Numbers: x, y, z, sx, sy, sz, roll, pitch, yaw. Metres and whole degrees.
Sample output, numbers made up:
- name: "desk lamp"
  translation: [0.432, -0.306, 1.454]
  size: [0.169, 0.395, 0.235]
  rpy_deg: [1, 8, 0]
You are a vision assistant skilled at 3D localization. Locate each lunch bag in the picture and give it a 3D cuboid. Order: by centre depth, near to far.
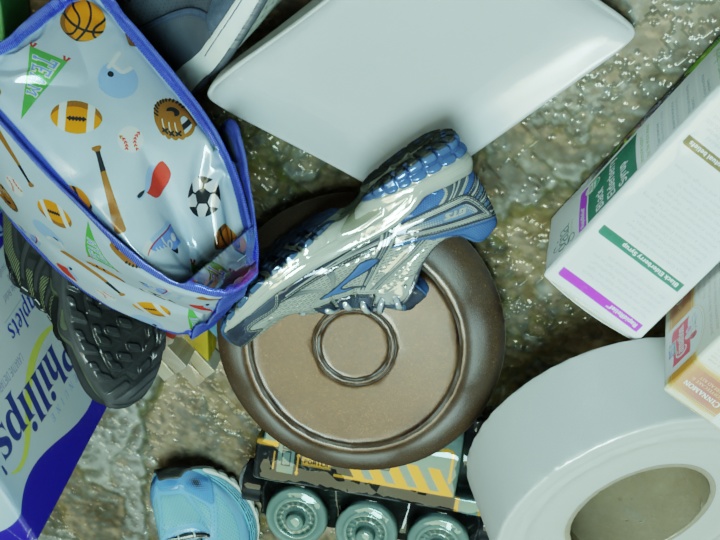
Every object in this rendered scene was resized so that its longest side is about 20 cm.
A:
- name: "lunch bag"
  translation: [-0.144, -0.052, 0.927]
  size: [0.200, 0.124, 0.170]
  rpy_deg: [50, 162, 0]

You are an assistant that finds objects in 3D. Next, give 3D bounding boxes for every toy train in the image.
- name: "toy train"
  translation: [0.012, 0.146, 1.108]
  size: [0.200, 0.085, 0.114]
  rpy_deg: [10, 110, 6]

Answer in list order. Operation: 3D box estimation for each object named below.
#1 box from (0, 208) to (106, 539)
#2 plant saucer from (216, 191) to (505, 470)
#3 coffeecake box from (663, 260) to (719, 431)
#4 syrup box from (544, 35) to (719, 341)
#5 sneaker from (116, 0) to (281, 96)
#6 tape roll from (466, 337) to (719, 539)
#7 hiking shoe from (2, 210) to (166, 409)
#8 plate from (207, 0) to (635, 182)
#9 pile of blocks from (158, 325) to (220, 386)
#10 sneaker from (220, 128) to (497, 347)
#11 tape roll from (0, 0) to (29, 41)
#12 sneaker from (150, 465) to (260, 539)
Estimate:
- name: "box"
  translation: [-0.285, 0.072, 1.066]
  size: [0.105, 0.184, 0.200]
  rpy_deg: [-17, 114, 18]
- name: "plant saucer"
  translation: [-0.002, 0.047, 1.032]
  size: [0.200, 0.032, 0.200]
  rpy_deg: [2, 104, 7]
- name: "coffeecake box"
  translation: [0.276, -0.011, 0.923]
  size: [0.073, 0.154, 0.200]
  rpy_deg: [35, 119, -8]
- name: "syrup box"
  translation: [0.207, -0.058, 0.955]
  size: [0.081, 0.079, 0.200]
  rpy_deg: [36, 119, -10]
- name: "sneaker"
  translation: [-0.122, -0.186, 0.918]
  size: [0.146, 0.077, 0.202]
  rpy_deg: [44, 149, -10]
- name: "tape roll"
  translation: [0.176, 0.135, 1.019]
  size: [0.202, 0.071, 0.203]
  rpy_deg: [-11, 139, -10]
- name: "hiking shoe"
  translation: [-0.196, 0.002, 1.047]
  size: [0.101, 0.076, 0.200]
  rpy_deg: [-28, 79, 57]
- name: "plate"
  translation: [0.038, -0.135, 0.927]
  size: [0.200, 0.032, 0.200]
  rpy_deg: [-35, 143, 25]
- name: "pile of blocks"
  translation: [-0.118, 0.001, 1.063]
  size: [0.082, 0.062, 0.200]
  rpy_deg: [1, 119, 11]
- name: "sneaker"
  translation: [0.000, 0.000, 0.965]
  size: [0.200, 0.077, 0.085]
  rpy_deg: [-35, 102, 15]
- name: "tape roll"
  translation: [-0.324, -0.181, 1.014]
  size: [0.200, 0.048, 0.201]
  rpy_deg: [5, 119, 9]
- name: "sneaker"
  translation: [-0.116, 0.239, 1.175]
  size: [0.078, 0.090, 0.200]
  rpy_deg: [-9, 115, 16]
